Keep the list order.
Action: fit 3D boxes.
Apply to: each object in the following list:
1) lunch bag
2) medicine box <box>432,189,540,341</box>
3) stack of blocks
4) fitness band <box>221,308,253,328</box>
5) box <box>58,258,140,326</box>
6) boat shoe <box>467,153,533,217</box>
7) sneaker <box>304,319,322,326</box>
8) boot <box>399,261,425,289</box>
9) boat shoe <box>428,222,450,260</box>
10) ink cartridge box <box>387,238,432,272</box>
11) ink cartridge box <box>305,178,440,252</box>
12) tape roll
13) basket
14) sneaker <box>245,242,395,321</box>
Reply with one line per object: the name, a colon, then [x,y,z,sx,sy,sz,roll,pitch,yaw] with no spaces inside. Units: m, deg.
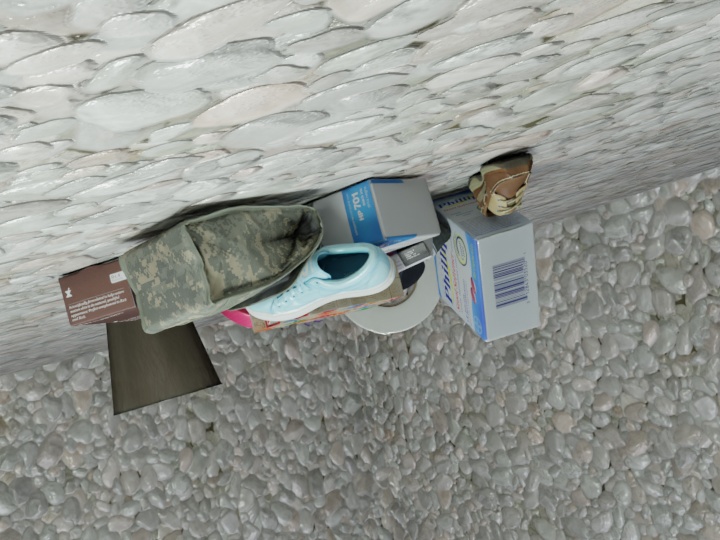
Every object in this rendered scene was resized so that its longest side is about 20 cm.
lunch bag: [-0.155,-0.011,1.144,0.200,0.118,0.164,-21,-179,-43]
medicine box: [0.198,-0.014,1.564,0.102,0.183,0.200,-16,-155,-14]
stack of blocks: [-0.048,0.034,1.352,0.115,0.059,0.200,-19,173,42]
fitness band: [-0.170,0.042,1.738,0.199,0.144,0.038,-14,140,-41]
box: [-0.324,0.029,1.350,0.100,0.075,0.200,-16,175,12]
boat shoe: [0.212,-0.120,1.405,0.075,0.074,0.200,-16,177,-4]
sneaker: [-0.031,0.017,1.595,0.200,0.074,0.088,-39,170,-49]
boot: [0.000,0.000,1.531,0.199,0.097,0.075,-15,133,-39]
boat shoe: [0.093,-0.063,1.595,0.057,0.069,0.200,-38,-159,-6]
ink cartridge box: [0.065,-0.061,1.505,0.094,0.037,0.200,-25,-157,17]
ink cartridge box: [-0.017,-0.054,1.297,0.199,0.086,0.146,-17,175,34]
tape roll: [0.050,0.013,1.755,0.202,0.204,0.139,-16,177,2]
basket: [-0.338,0.113,1.559,0.180,0.201,0.136,-16,176,-6]
sneaker: [-0.061,0.003,1.191,0.199,0.074,0.082,-18,151,10]
